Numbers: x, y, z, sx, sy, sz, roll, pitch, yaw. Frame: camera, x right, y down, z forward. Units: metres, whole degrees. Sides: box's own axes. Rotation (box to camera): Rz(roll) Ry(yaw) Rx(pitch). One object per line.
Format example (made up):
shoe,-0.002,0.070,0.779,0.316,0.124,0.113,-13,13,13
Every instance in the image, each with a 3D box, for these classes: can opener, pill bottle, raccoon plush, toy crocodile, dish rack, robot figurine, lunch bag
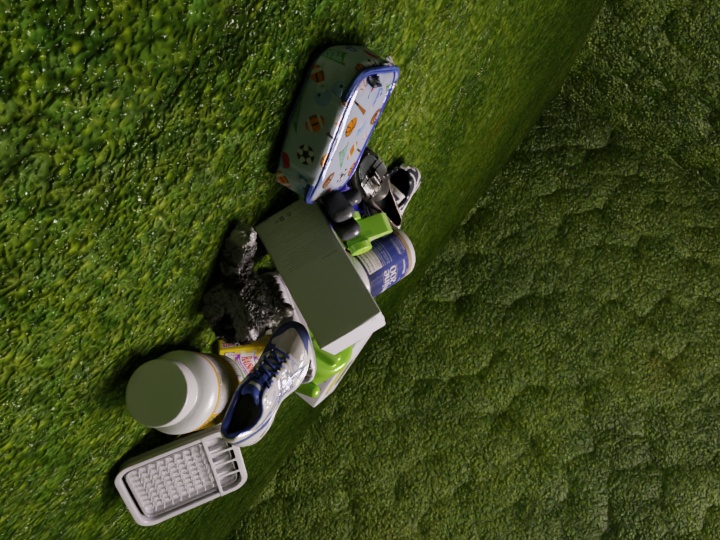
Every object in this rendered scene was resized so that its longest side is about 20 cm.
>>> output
can opener,-0.027,-0.098,0.763,0.066,0.053,0.200,-22,-159,1
pill bottle,-0.244,0.173,0.744,0.113,0.113,0.200,-53,169,-6
raccoon plush,-0.139,0.022,0.754,0.134,0.097,0.201,-30,153,-57
pill bottle,0.000,0.000,0.958,0.200,0.111,0.111,-31,157,-36
toy crocodile,-0.042,-0.044,0.879,0.199,0.068,0.062,-26,172,-6
dish rack,-0.309,0.351,0.910,0.199,0.044,0.173,-18,129,-19
robot figurine,-0.089,0.166,1.056,0.176,0.115,0.200,-61,-172,-31
lunch bag,-0.025,-0.192,0.675,0.201,0.075,0.160,-60,169,31

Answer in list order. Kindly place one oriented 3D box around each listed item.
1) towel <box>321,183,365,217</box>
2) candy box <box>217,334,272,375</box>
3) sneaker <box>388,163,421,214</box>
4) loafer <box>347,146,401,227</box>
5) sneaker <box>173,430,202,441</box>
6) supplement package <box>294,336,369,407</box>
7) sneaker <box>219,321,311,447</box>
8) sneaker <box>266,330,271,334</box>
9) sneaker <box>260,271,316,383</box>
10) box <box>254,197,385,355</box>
towel,-0.029,-0.103,0.967,0.148,0.049,0.201,-41,163,-50
candy box,-0.211,0.177,0.963,0.102,0.027,0.200,-7,147,-19
sneaker,0.062,-0.146,1.132,0.200,0.079,0.130,-56,167,6
loafer,0.032,-0.137,0.880,0.072,0.063,0.200,-52,156,-9
sneaker,-0.322,0.308,0.952,0.200,0.077,0.112,-47,153,-17
supplement package,-0.095,0.199,1.303,0.201,0.150,0.152,-57,168,13
sneaker,-0.134,0.165,0.762,0.088,0.075,0.201,75,39,-74
sneaker,-0.192,0.174,1.038,0.074,0.080,0.201,-43,166,-49
sneaker,-0.111,0.093,0.885,0.074,0.201,0.082,-11,-172,24
box,-0.055,0.010,0.766,0.097,0.201,0.124,-30,166,-2
